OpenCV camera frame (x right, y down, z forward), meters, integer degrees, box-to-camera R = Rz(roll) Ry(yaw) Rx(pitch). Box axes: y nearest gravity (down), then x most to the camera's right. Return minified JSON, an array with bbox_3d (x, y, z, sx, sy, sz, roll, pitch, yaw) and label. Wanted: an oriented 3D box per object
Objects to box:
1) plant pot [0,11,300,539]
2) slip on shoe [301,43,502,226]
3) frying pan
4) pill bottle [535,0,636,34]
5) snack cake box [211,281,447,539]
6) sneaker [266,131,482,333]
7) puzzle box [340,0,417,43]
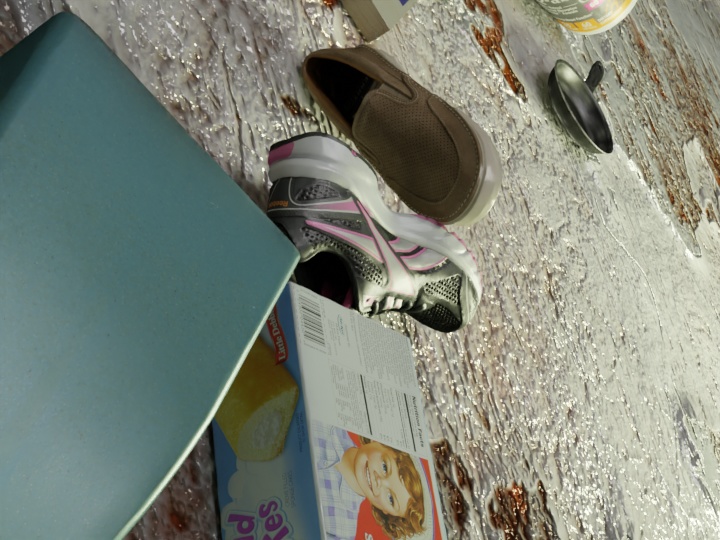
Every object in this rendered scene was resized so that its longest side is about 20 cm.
[{"bbox_3d":[-0.142,0.039,0.476,0.141,0.141,0.200,47,40,-26],"label":"plant pot"},{"bbox_3d":[0.023,-0.098,0.865,0.060,0.076,0.200,11,31,-37],"label":"slip on shoe"},{"bbox_3d":[0.234,-0.198,1.376,0.115,0.031,0.191,42,32,-33],"label":"frying pan"},{"bbox_3d":[0.218,-0.352,1.392,0.200,0.116,0.117,27,45,-46],"label":"pill bottle"},{"bbox_3d":[-0.015,0.120,0.677,0.115,0.067,0.201,29,44,-48],"label":"snack cake box"},{"bbox_3d":[0.000,0.000,0.813,0.200,0.080,0.087,35,59,-39],"label":"sneaker"},{"bbox_3d":[-0.020,-0.296,1.053,0.200,0.025,0.133,56,29,-13],"label":"puzzle box"}]
